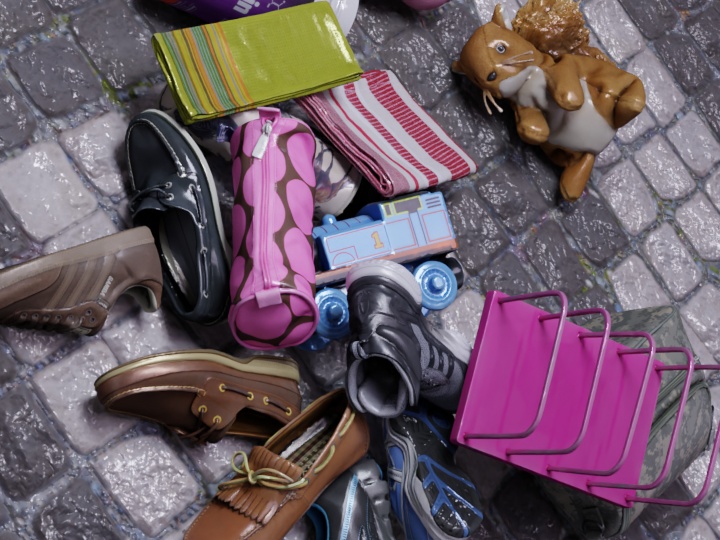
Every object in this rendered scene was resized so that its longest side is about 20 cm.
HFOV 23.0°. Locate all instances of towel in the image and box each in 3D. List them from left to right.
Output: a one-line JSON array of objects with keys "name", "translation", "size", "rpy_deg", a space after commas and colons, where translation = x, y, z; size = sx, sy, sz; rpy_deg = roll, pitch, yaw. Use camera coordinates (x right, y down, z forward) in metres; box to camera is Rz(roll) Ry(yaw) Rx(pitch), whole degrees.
[{"name": "towel", "translation": [-0.091, -0.192, 1.591], "size": [0.199, 0.018, 0.087], "rpy_deg": [-18, 81, -36]}, {"name": "towel", "translation": [0.028, -0.135, 1.695], "size": [0.144, 0.023, 0.200], "rpy_deg": [48, 26, 13]}]

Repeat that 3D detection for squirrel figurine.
[{"name": "squirrel figurine", "translation": [0.192, -0.209, 1.893], "size": [0.186, 0.142, 0.201], "rpy_deg": [27, 37, -12]}]

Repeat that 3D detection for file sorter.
[{"name": "file sorter", "translation": [0.206, 0.113, 1.534], "size": [0.199, 0.125, 0.140], "rpy_deg": [23, 75, -26]}]

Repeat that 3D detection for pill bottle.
[{"name": "pill bottle", "translation": [-0.103, -0.279, 1.682], "size": [0.199, 0.112, 0.113], "rpy_deg": [21, 55, -29]}]

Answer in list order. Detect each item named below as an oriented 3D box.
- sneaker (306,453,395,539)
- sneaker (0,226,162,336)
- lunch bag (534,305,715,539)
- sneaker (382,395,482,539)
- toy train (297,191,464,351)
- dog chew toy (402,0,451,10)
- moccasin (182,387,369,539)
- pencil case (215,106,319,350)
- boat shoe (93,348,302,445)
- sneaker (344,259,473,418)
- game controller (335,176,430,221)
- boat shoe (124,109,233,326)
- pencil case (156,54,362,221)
[{"name": "sneaker", "translation": [0.004, 0.259, 1.512], "size": [0.081, 0.073, 0.201], "rpy_deg": [-18, 72, -26]}, {"name": "sneaker", "translation": [-0.241, 0.022, 1.434], "size": [0.199, 0.070, 0.076], "rpy_deg": [-21, 95, -37]}, {"name": "lunch bag", "translation": [0.253, 0.148, 1.725], "size": [0.200, 0.139, 0.169], "rpy_deg": [-35, 108, -43]}, {"name": "sneaker", "translation": [0.048, 0.177, 1.576], "size": [0.075, 0.077, 0.201], "rpy_deg": [18, 34, -22]}, {"name": "toy train", "translation": [0.000, 0.000, 1.606], "size": [0.198, 0.087, 0.115], "rpy_deg": [-15, 83, -24]}, {"name": "dog chew toy", "translation": [0.026, -0.339, 1.822], "size": [0.199, 0.124, 0.125], "rpy_deg": [31, 50, -33]}, {"name": "moccasin", "translation": [-0.070, 0.171, 1.459], "size": [0.201, 0.073, 0.078], "rpy_deg": [-36, 135, -26]}, {"name": "pencil case", "translation": [-0.077, -0.037, 1.512], "size": [0.090, 0.094, 0.202], "rpy_deg": [1, 58, -8]}, {"name": "boat shoe", "translation": [-0.128, 0.109, 1.475], "size": [0.199, 0.072, 0.068], "rpy_deg": [6, 61, -40]}, {"name": "sneaker", "translation": [0.040, 0.090, 1.520], "size": [0.200, 0.075, 0.115], "rpy_deg": [53, 36, -40]}, {"name": "game controller", "translation": [0.017, -0.061, 1.718], "size": [0.103, 0.042, 0.201], "rpy_deg": [19, 54, -13]}, {"name": "boat shoe", "translation": [-0.166, -0.045, 1.528], "size": [0.066, 0.074, 0.201], "rpy_deg": [-13, 84, -56]}, {"name": "pencil case", "translation": [-0.093, -0.127, 1.630], "size": [0.199, 0.078, 0.090], "rpy_deg": [34, 25, -19]}]
